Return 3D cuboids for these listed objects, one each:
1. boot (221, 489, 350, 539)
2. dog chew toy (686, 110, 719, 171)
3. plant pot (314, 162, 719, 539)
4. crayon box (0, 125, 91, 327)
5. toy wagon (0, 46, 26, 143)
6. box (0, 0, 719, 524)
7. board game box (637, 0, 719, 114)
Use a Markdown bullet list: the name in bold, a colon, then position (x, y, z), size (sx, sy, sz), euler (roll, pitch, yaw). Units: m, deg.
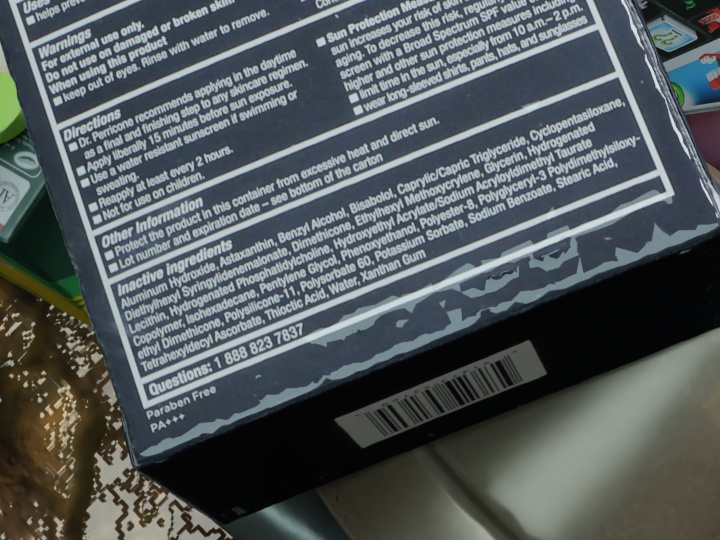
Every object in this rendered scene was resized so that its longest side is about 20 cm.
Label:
- **boot**: position (0.009, 0.130, 0.935), size (0.073, 0.182, 0.200), euler (-43, 85, 11)
- **dog chew toy**: position (0.157, -0.094, 1.014), size (0.200, 0.125, 0.125), euler (-13, 79, 17)
- **plant pot**: position (0.102, 0.055, 0.909), size (0.200, 0.200, 0.175), euler (45, 102, 14)
- **crayon box**: position (-0.194, -0.057, 1.045), size (0.200, 0.173, 0.058), euler (30, 81, 15)
- **toy wagon**: position (-0.132, -0.130, 0.937), size (0.155, 0.040, 0.200), euler (16, 90, 13)
- **box**: position (0.000, -0.049, 0.815), size (0.200, 0.123, 0.199), euler (-21, 72, 4)
- **board game box**: position (0.078, -0.119, 0.960), size (0.200, 0.035, 0.126), euler (-7, 103, 26)
